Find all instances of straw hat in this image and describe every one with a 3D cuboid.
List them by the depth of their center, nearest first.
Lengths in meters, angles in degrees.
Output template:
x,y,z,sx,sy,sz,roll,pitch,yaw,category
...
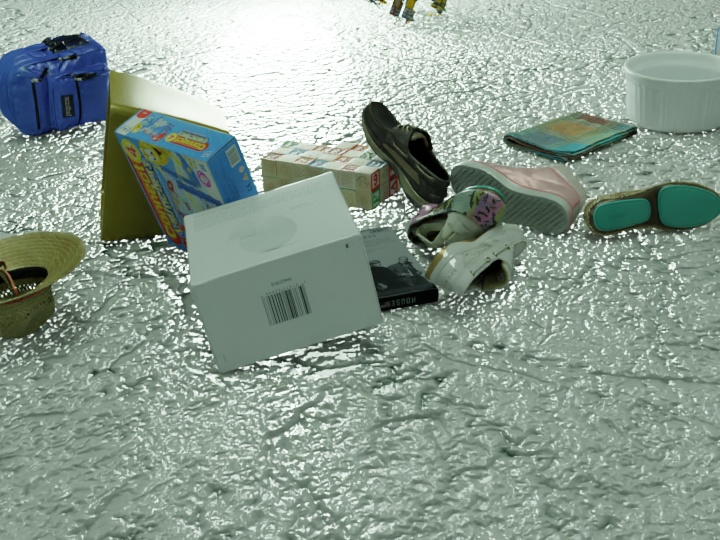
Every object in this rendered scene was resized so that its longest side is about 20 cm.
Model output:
x,y,z,sx,sy,sz,roll,pitch,yaw,category
-0.422,0.034,1.335,0.198,0.086,0.202,-8,26,4,straw hat

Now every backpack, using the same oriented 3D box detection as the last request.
x,y,z,sx,sy,sz,roll,pitch,yaw,category
-0.566,-0.340,2.036,0.198,0.165,0.167,-17,32,-29,backpack

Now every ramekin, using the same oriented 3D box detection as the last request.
x,y,z,sx,sy,sz,roll,pitch,yaw,category
0.562,-0.315,1.943,0.197,0.099,0.201,-2,26,1,ramekin

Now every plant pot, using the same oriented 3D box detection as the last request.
x,y,z,sx,sy,sz,roll,pitch,yaw,category
-0.290,-0.166,1.630,0.174,0.203,0.200,4,23,-14,plant pot

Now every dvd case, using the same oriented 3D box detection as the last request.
x,y,z,sx,sy,sz,roll,pitch,yaw,category
0.000,0.000,1.432,0.148,0.025,0.200,-9,26,-13,dvd case

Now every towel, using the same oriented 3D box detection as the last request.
x,y,z,sx,sy,sz,roll,pitch,yaw,category
0.359,-0.233,1.882,0.198,0.022,0.146,-23,33,-35,towel

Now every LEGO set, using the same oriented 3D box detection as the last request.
x,y,z,sx,sy,sz,roll,pitch,yaw,category
0.112,-0.656,2.726,0.199,0.117,0.153,27,9,40,LEGO set

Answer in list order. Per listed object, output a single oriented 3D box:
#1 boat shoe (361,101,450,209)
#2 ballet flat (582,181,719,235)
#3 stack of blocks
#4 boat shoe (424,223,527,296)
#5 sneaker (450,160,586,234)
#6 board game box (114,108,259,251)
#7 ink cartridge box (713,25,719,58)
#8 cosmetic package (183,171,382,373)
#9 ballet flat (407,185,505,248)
x,y,z,sx,sy,sz,roll,pitch,yaw,category
0.075,-0.182,1.643,0.074,0.073,0.201,-14,62,-46,boat shoe
0.401,-0.089,1.533,0.197,0.072,0.065,-3,11,-9,ballet flat
-0.042,-0.154,1.715,0.198,0.059,0.115,11,29,26,stack of blocks
0.161,-0.004,1.388,0.069,0.071,0.199,43,37,21,boat shoe
0.234,-0.118,1.593,0.198,0.076,0.104,23,39,28,sneaker
-0.212,-0.100,1.455,0.194,0.202,0.056,20,53,40,board game box
0.739,-0.385,2.013,0.198,0.146,0.084,-19,31,-30,ink cartridge box
-0.096,-0.003,1.301,0.197,0.124,0.201,-17,28,-3,cosmetic package
0.122,-0.060,1.455,0.071,0.069,0.199,-54,18,-19,ballet flat
